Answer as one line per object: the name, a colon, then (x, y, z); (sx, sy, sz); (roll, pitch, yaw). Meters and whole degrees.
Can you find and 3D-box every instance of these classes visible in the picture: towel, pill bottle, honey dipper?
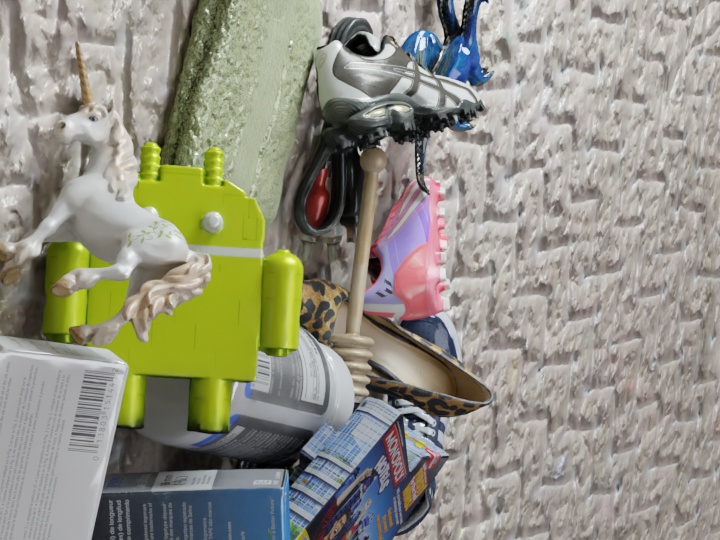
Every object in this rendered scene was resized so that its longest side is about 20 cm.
towel: (-0.087, -0.135, 1.650); (0.148, 0.036, 0.201); (21, 84, -60)
pill bottle: (-0.090, 0.086, 1.661); (0.200, 0.113, 0.114); (22, 83, -61)
honey dipper: (0.000, 0.000, 1.764); (0.038, 0.038, 0.201); (17, 78, -61)

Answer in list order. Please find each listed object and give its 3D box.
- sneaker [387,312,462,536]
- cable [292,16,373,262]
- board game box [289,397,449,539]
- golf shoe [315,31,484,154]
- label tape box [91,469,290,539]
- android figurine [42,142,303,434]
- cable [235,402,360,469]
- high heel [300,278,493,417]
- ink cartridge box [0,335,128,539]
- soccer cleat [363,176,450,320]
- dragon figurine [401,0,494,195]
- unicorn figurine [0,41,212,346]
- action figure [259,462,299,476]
sneaker: (0.044, 0.137, 1.934); (0.109, 0.070, 0.201); (-57, 156, -71)
cable: (-0.028, -0.104, 1.784); (0.097, 0.050, 0.201); (-9, 98, -46)
board game box: (-0.013, 0.179, 1.710); (0.200, 0.061, 0.200); (-50, 157, -23)
golf shoe: (0.032, -0.150, 1.753); (0.200, 0.077, 0.095); (-11, 80, -60)
label tape box: (-0.148, 0.218, 1.549); (0.063, 0.199, 0.145); (-91, 179, -80)
android figurine: (-0.130, 0.012, 1.527); (0.041, 0.181, 0.201); (165, -70, -77)
cable: (-0.057, 0.189, 1.842); (0.201, 0.051, 0.163); (-66, 155, -22)
high heel: (0.025, 0.062, 1.818); (0.200, 0.142, 0.072); (50, 56, -56)
ink cartridge box: (-0.257, 0.142, 1.443); (0.175, 0.045, 0.201); (8, 100, -31)
soccer cleat: (0.037, -0.022, 1.859); (0.200, 0.076, 0.067); (-90, 175, -59)
dragon figurine: (0.066, -0.170, 1.879); (0.201, 0.059, 0.100); (-63, 148, -24)
unicorn figurine: (-0.175, -0.033, 1.461); (0.137, 0.200, 0.074); (-39, 161, -25)
action figure: (-0.105, 0.212, 1.712); (0.200, 0.055, 0.119); (-39, 148, -28)
